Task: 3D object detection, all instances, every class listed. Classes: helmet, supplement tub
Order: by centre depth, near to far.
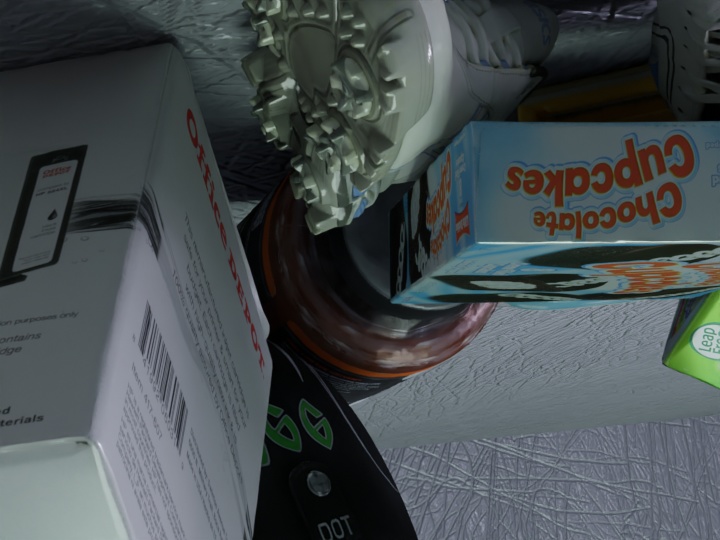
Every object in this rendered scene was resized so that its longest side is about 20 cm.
[{"bbox_3d":[-0.079,0.118,0.799,0.199,0.191,0.201,-28,141,-26],"label":"helmet"},{"bbox_3d":[0.000,0.000,0.841,0.106,0.108,0.200,-5,171,-17],"label":"supplement tub"}]

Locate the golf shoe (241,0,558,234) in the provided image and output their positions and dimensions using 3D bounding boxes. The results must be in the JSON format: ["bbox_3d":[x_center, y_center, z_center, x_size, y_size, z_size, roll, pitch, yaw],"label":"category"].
[{"bbox_3d":[0.017,-0.071,0.590,0.096,0.079,0.200,-24,178,-6],"label":"golf shoe"}]

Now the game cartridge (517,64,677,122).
[{"bbox_3d":[0.177,-0.064,0.836,0.174,0.033,0.200,-11,170,19],"label":"game cartridge"}]

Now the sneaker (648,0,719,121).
[{"bbox_3d":[0.121,-0.076,0.580,0.071,0.073,0.200,-8,170,10],"label":"sneaker"}]

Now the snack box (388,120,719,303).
[{"bbox_3d":[0.076,-0.015,0.606,0.115,0.038,0.200,-1,175,-5],"label":"snack box"}]

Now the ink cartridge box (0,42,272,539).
[{"bbox_3d":[-0.088,0.044,0.613,0.083,0.147,0.201,-8,-144,8],"label":"ink cartridge box"}]

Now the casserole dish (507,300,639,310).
[{"bbox_3d":[0.136,-0.015,0.957,0.198,0.039,0.121,-6,-166,-10],"label":"casserole dish"}]

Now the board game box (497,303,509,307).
[{"bbox_3d":[0.182,-0.011,1.165,0.198,0.035,0.135,-4,170,-25],"label":"board game box"}]

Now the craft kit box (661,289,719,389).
[{"bbox_3d":[0.235,0.002,0.667,0.196,0.049,0.201,24,135,-2],"label":"craft kit box"}]
